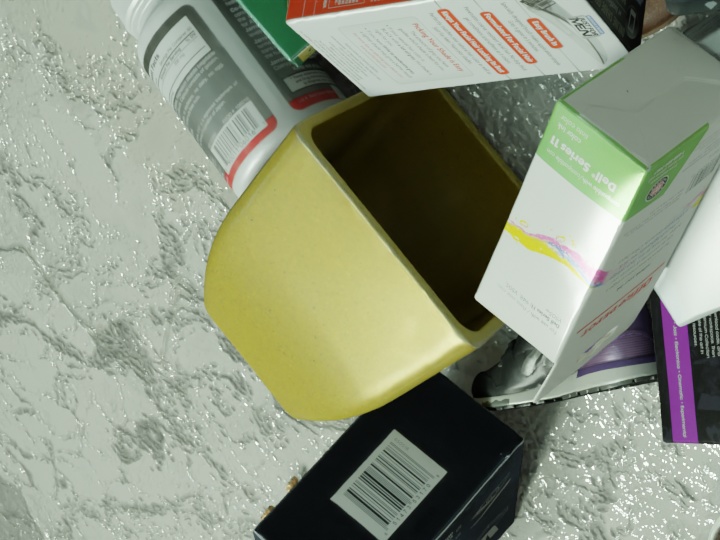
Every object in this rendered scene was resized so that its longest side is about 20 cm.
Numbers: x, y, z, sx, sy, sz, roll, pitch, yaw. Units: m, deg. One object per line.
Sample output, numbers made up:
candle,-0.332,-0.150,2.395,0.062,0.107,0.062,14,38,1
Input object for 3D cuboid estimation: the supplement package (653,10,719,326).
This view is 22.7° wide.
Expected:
supplement package,0.257,-0.090,1.077,0.200,0.151,0.152,-29,96,50

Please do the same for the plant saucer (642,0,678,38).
plant saucer,0.117,-0.206,1.154,0.199,0.037,0.201,8,158,3

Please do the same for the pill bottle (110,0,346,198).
pill bottle,-0.102,-0.161,1.400,0.200,0.114,0.114,54,142,16

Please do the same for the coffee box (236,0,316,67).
coffee box,-0.068,-0.260,1.303,0.200,0.123,0.044,48,-178,5

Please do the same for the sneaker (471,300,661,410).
sneaker,0.155,0.054,1.366,0.200,0.076,0.088,-19,79,54

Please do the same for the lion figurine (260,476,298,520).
lion figurine,-0.044,0.274,1.719,0.122,0.073,0.200,38,153,7

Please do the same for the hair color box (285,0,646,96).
hair color box,0.067,-0.170,1.132,0.199,0.064,0.111,-2,157,32

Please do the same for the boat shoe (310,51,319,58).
boat shoe,-0.082,-0.255,1.357,0.200,0.072,0.068,49,117,8

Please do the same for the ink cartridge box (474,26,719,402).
ink cartridge box,0.137,-0.028,1.027,0.067,0.117,0.200,40,138,19

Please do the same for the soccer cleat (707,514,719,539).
soccer cleat,0.309,0.153,1.261,0.069,0.078,0.200,42,139,13

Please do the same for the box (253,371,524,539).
box,0.025,0.206,1.443,0.117,0.197,0.200,38,160,19

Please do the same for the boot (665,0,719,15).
boot,0.188,-0.262,1.017,0.065,0.165,0.201,-8,113,24

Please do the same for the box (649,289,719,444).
box,0.286,0.048,1.207,0.200,0.036,0.144,-1,96,47

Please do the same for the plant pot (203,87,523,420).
plant pot,0.000,0.000,1.324,0.194,0.195,0.200,51,124,3
